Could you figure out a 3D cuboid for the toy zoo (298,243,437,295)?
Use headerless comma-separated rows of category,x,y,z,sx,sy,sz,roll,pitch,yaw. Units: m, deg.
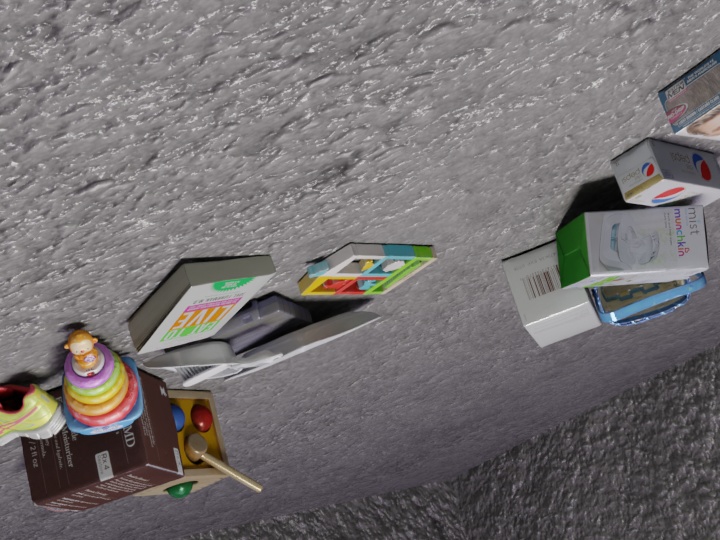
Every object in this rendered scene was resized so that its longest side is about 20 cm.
toy zoo,0.000,0.000,1.547,0.198,0.021,0.131,0,154,-42

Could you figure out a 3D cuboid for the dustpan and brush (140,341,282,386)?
dustpan and brush,-0.206,0.136,1.585,0.198,0.058,0.139,-23,161,17

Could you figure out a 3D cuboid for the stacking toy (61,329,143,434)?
stacking toy,-0.377,0.140,1.511,0.114,0.111,0.201,-11,150,-10

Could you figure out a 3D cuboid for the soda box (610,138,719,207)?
soda box,0.437,-0.130,1.505,0.198,0.065,0.068,3,153,-45

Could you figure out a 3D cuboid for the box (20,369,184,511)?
box,-0.412,0.271,1.712,0.197,0.168,0.164,-20,161,7

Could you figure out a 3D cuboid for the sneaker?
sneaker,-0.531,0.206,1.596,0.197,0.079,0.091,-15,130,21

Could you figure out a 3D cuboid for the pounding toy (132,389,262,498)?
pounding toy,-0.300,0.315,1.882,0.141,0.203,0.183,-27,159,28

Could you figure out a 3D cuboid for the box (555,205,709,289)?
box,0.397,-0.029,1.588,0.173,0.099,0.200,-5,174,-1

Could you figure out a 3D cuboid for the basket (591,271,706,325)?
basket,0.460,0.019,1.771,0.174,0.141,0.200,-19,-161,5

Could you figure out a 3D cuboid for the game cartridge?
game cartridge,-0.185,0.093,1.626,0.198,0.039,0.129,-23,157,15

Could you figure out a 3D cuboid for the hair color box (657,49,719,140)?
hair color box,0.468,-0.208,1.319,0.198,0.061,0.100,0,155,-40

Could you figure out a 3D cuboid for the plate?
plate,-0.095,0.112,1.694,0.198,0.033,0.199,-27,174,39

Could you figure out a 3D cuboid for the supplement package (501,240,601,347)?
supplement package,0.322,0.040,1.796,0.115,0.119,0.200,-22,160,11

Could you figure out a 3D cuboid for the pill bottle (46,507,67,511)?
pill bottle,-0.524,0.360,1.949,0.111,0.114,0.200,-5,158,-32

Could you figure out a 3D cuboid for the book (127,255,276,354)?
book,-0.215,0.042,1.447,0.132,0.049,0.200,-8,158,-37
